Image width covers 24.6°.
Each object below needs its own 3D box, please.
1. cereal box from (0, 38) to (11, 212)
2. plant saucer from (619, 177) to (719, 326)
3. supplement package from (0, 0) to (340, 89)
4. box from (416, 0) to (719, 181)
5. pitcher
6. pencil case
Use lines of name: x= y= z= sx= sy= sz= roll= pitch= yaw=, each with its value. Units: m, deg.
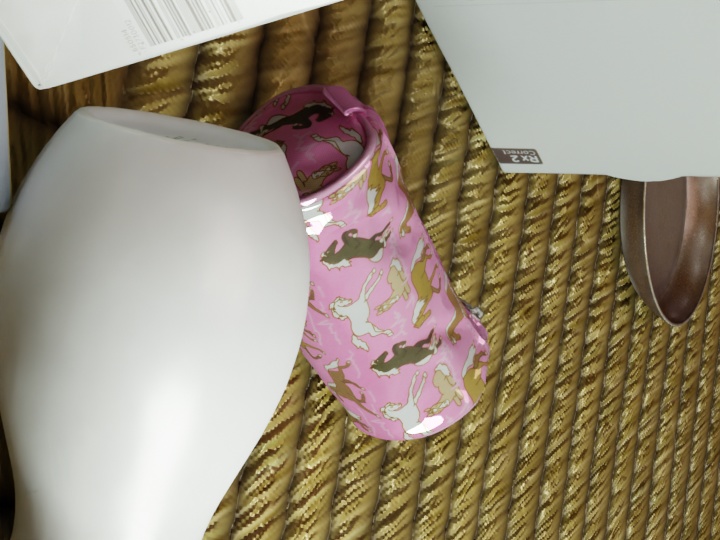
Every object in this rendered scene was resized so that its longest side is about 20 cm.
cereal box: x=-0.188 y=-0.079 z=0.517 sx=0.200 sy=0.039 sz=0.145 roll=-16 pitch=108 yaw=-62
plant saucer: x=0.250 y=-0.056 z=1.340 sx=0.200 sy=0.032 sz=0.202 roll=-13 pitch=104 yaw=-60
supplement package: x=-0.075 y=-0.184 z=0.569 sx=0.120 sy=0.120 sz=0.201 roll=61 pitch=21 yaw=-45
box: x=0.160 y=-0.163 z=0.986 sx=0.200 sy=0.197 sz=0.132 roll=56 pitch=45 yaw=-48
pitcher: x=-0.083 y=0.040 z=0.663 sx=0.172 sy=0.120 sz=0.202 roll=-46 pitch=148 yaw=-78
pencil case: x=0.000 y=0.000 z=0.831 sx=0.201 sy=0.082 sz=0.087 roll=60 pitch=43 yaw=-44
